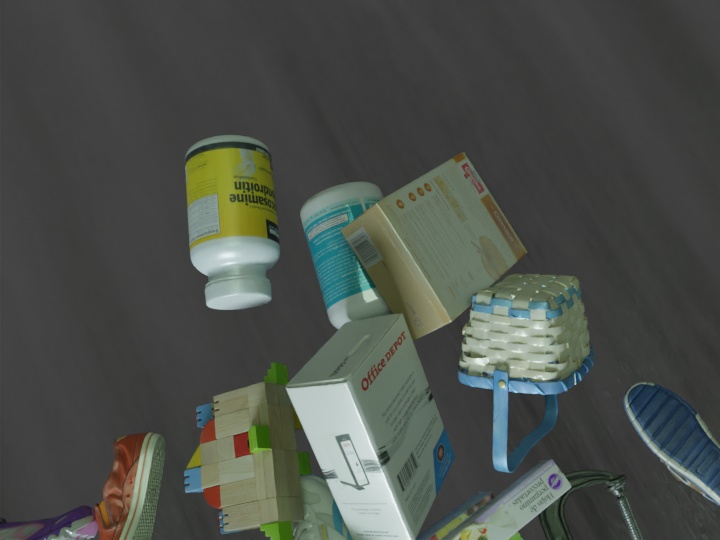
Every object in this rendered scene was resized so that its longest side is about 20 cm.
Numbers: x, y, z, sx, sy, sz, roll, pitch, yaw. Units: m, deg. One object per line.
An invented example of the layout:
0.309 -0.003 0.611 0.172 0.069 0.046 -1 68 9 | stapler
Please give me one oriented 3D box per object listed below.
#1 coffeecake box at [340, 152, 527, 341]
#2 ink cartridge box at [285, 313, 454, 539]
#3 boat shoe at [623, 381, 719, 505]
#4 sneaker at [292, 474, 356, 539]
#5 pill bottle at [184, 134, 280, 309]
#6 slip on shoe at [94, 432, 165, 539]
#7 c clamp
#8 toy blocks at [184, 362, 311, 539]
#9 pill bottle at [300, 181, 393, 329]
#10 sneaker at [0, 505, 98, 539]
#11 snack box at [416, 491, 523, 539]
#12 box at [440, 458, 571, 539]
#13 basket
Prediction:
0.095 -0.035 0.872 0.200 0.073 0.154 -34 91 -45 | coffeecake box
0.018 0.169 0.798 0.084 0.146 0.201 -11 108 32 | ink cartridge box
0.394 0.222 0.882 0.072 0.072 0.200 -40 75 -11 | boat shoe
-0.039 0.310 0.804 0.200 0.080 0.077 48 122 36 | sneaker
-0.159 -0.058 0.910 0.111 0.112 0.202 -6 76 -4 | pill bottle
-0.276 0.287 0.838 0.061 0.074 0.201 5 70 5 | slip on shoe
0.313 0.331 0.878 0.170 0.027 0.201 -25 79 -3 | c clamp
-0.142 0.220 0.835 0.136 0.100 0.201 -19 67 25 | toy blocks
0.000 0.000 0.903 0.110 0.111 0.201 -15 76 -6 | pill bottle
-0.402 0.314 0.825 0.199 0.081 0.089 -27 60 -12 | sneaker
0.136 0.387 0.830 0.168 0.068 0.201 -32 80 -12 | snack box
0.145 0.284 0.806 0.199 0.041 0.039 -32 79 -16 | box
0.193 0.109 0.835 0.138 0.176 0.202 -1 98 32 | basket
